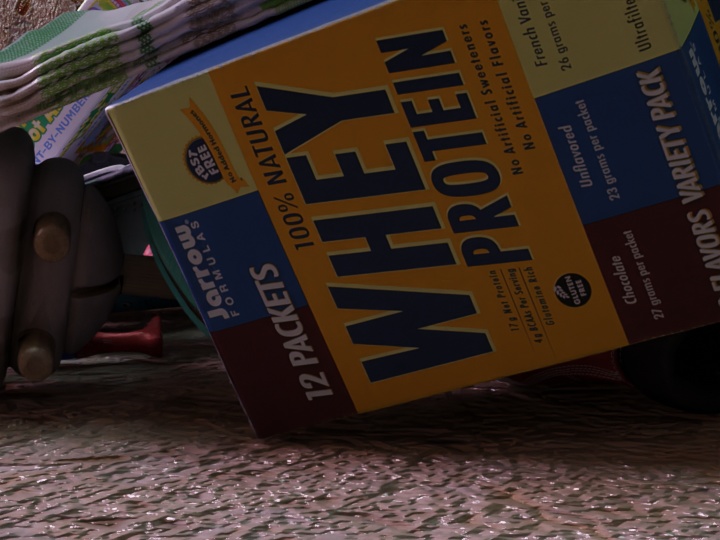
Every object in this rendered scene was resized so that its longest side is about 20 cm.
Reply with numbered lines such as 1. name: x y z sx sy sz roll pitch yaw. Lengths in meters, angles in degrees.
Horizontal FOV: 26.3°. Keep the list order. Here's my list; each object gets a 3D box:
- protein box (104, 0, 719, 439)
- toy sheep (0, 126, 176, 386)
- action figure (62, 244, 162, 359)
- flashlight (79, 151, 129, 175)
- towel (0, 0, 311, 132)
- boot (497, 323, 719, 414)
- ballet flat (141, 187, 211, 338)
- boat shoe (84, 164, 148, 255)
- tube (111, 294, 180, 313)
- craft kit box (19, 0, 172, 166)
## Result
1. protein box: 0.048 -0.061 0.589 0.197 0.136 0.200 -16 18 25
2. toy sheep: -0.172 -0.004 0.658 0.198 0.139 0.138 12 3 -12
3. action figure: -0.197 0.017 0.750 0.198 0.066 0.052 -2 28 -9
4. flashlight: -0.146 -0.049 1.036 0.067 0.068 0.200 -30 -5 7
5. towel: -0.066 -0.113 0.622 0.198 0.031 0.149 -19 17 22
6. boot: 0.159 0.012 0.640 0.199 0.073 0.144 -17 14 -35
7. ballet flat: -0.062 -0.043 0.683 0.067 0.071 0.200 27 18 -29
8. boat shoe: -0.135 -0.019 0.801 0.198 0.076 0.060 -21 -21 4
9. tube: -0.191 0.009 0.926 0.198 0.051 0.077 -8 0 -3
10. craft kit box: -0.168 -0.107 0.964 0.048 0.200 0.198 41 19 1
